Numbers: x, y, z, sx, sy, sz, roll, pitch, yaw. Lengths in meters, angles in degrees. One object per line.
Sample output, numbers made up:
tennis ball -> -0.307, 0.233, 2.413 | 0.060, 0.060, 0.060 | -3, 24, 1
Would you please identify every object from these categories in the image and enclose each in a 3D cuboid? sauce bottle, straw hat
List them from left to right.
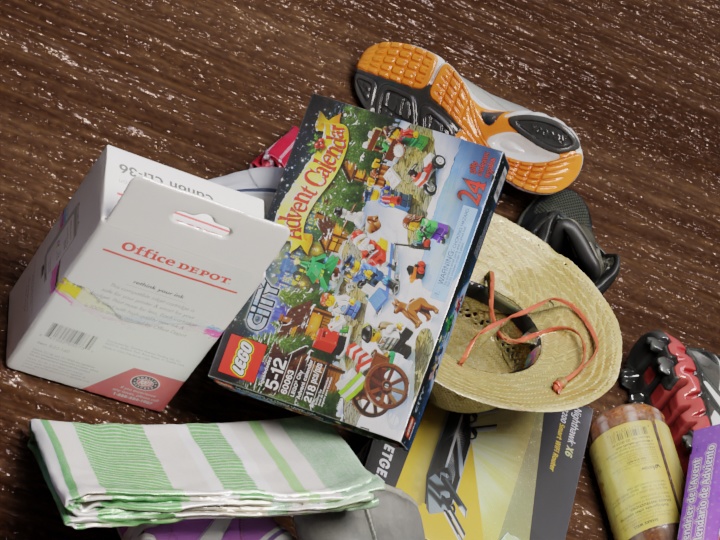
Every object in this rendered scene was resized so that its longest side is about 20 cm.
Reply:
straw hat -> 0.073, 0.051, 1.631 | 0.200, 0.085, 0.202 | 15, 43, -15
sauce bottle -> 0.214, 0.194, 1.711 | 0.066, 0.066, 0.201 | 12, 48, -29

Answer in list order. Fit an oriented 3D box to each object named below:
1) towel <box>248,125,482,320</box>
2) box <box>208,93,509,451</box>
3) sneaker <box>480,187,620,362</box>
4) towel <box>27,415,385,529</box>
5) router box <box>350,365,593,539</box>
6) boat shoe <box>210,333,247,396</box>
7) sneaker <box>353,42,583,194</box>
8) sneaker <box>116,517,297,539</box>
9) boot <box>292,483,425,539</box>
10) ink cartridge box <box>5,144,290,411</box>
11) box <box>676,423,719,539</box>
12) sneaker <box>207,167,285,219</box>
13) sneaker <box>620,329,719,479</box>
towel -> 0.014, -0.033, 1.750 | 0.200, 0.023, 0.145 | 38, 16, 0
box -> 0.000, 0.000, 1.535 | 0.136, 0.038, 0.201 | 17, 80, 13
sneaker -> 0.160, -0.014, 1.818 | 0.076, 0.114, 0.200 | 37, 39, -6
towel -> -0.099, 0.119, 1.473 | 0.198, 0.024, 0.153 | -2, 16, -17
router box -> 0.072, 0.140, 1.658 | 0.157, 0.052, 0.201 | 30, 42, -10
boat shoe -> -0.051, 0.030, 1.647 | 0.072, 0.072, 0.200 | 43, 24, -19
sneaker -> 0.086, -0.117, 1.898 | 0.199, 0.076, 0.092 | 30, 5, 8
sneaker -> -0.132, 0.190, 1.456 | 0.114, 0.073, 0.200 | 40, 32, 9
boot -> -0.010, 0.218, 1.438 | 0.181, 0.072, 0.201 | 18, 50, -43
ink cartridge box -> -0.136, -0.004, 1.515 | 0.116, 0.200, 0.068 | 19, 45, -23
box -> 0.297, 0.221, 1.700 | 0.200, 0.039, 0.137 | 46, 42, -31
sneaker -> -0.096, -0.021, 1.612 | 0.073, 0.198, 0.071 | 58, 29, -59
sneaker -> 0.269, 0.136, 1.796 | 0.097, 0.071, 0.201 | 9, 48, -28
